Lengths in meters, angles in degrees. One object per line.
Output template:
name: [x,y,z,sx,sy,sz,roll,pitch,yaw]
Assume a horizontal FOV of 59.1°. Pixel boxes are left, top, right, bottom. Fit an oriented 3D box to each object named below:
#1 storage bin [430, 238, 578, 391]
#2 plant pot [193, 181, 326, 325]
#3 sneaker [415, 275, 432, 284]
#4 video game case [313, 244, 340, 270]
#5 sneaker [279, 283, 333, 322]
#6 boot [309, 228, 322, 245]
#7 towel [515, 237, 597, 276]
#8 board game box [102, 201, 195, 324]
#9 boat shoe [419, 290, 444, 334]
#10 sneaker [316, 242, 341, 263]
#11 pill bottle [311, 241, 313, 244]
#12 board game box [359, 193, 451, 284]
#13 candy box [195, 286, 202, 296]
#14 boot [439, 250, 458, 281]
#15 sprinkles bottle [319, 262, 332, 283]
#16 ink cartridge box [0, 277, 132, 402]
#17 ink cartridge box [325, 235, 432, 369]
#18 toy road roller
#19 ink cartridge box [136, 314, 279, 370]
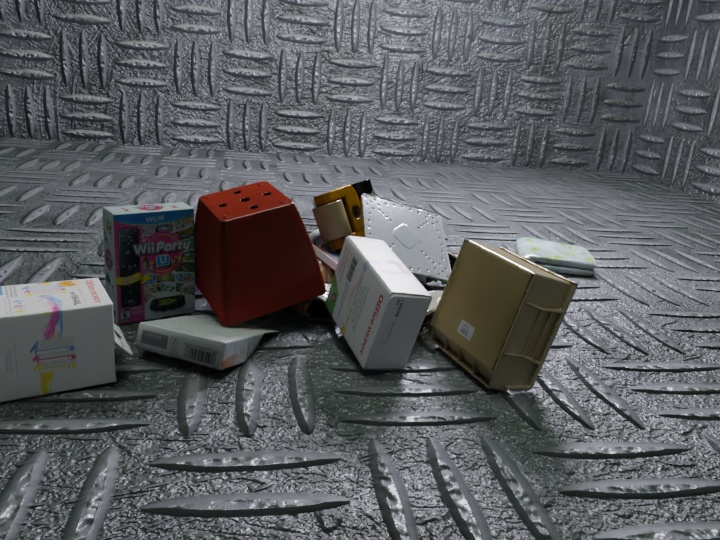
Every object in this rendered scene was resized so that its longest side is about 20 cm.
storage bin: [0.227,0.071,1.064,0.093,0.200,0.200,14,12,-29]
plant pot: [-0.196,-0.047,1.146,0.198,0.178,0.200,-18,33,-24]
sneaker: [0.089,-0.015,1.406,0.115,0.076,0.199,30,9,38]
video game case: [0.000,0.000,1.379,0.199,0.018,0.143,21,9,-31]
sneaker: [-0.126,0.053,1.217,0.198,0.075,0.079,10,24,13]
boot: [-0.027,-0.069,1.601,0.198,0.074,0.090,-1,13,-20]
towel: [0.520,-0.040,1.703,0.198,0.049,0.171,7,18,7]
board game box: [-0.379,-0.016,1.146,0.147,0.202,0.064,-9,22,-36]
boat shoe: [0.114,0.089,1.187,0.073,0.061,0.200,-1,12,27]
sneaker: [-0.010,-0.052,1.514,0.198,0.075,0.081,0,49,-12]
pill bottle: [-0.207,-0.049,1.433,0.199,0.113,0.112,19,23,38]
board game box: [0.095,-0.068,1.384,0.198,0.026,0.201,13,48,-20]
candy box: [-0.373,-0.004,1.318,0.199,0.072,0.167,-11,24,-41]
boot: [0.259,-0.009,1.486,0.199,0.074,0.150,24,24,24]
sprinkles bottle: [-0.159,0.020,1.310,0.198,0.069,0.068,-2,19,-22]
ink cartridge box: [-0.444,0.093,0.922,0.198,0.126,0.128,-7,21,-31]
ink cartridge box: [0.024,0.053,1.079,0.083,0.146,0.200,6,26,-27]
toy road roller: [-0.052,-0.124,1.467,0.145,0.124,0.199,-11,11,41]
ink cartridge box: [-0.251,0.116,1.071,0.161,0.051,0.200,11,1,18]
